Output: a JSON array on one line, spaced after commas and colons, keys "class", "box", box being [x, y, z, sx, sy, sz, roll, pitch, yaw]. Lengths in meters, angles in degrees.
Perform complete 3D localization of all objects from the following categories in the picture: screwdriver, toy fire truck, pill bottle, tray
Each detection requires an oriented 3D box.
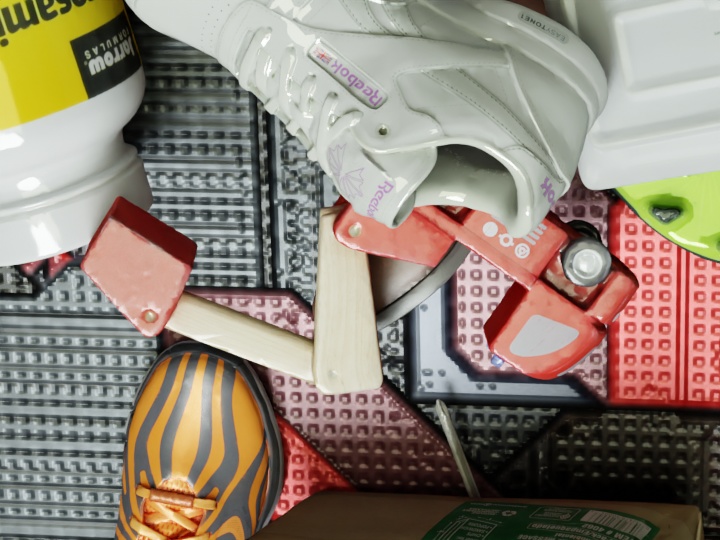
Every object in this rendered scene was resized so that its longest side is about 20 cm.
[{"class": "screwdriver", "box": [0.067, 0.151, 1.234, 0.029, 0.028, 0.201, -26, 105, 2]}, {"class": "toy fire truck", "box": [0.000, 0.000, 1.107, 0.200, 0.049, 0.141, 35, 99, -8]}, {"class": "pill bottle", "box": [-0.158, -0.110, 1.138, 0.112, 0.112, 0.201, -13, 107, 13]}, {"class": "tray", "box": [0.153, -0.095, 1.024, 0.199, 0.022, 0.108, -9, 95, 39]}]

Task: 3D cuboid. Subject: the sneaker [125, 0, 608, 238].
[{"class": "sneaker", "box": [-0.005, -0.077, 1.027, 0.199, 0.100, 0.075, 20, 149, 1]}]

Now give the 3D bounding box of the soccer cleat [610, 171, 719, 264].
[{"class": "soccer cleat", "box": [0.176, -0.027, 1.124, 0.200, 0.081, 0.068, 31, 99, -2]}]

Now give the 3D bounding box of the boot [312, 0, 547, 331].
[{"class": "boot", "box": [-0.014, -0.089, 1.145, 0.200, 0.069, 0.188, 40, 110, -5]}]

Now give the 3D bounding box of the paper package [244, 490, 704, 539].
[{"class": "paper package", "box": [0.053, 0.200, 1.191, 0.199, 0.103, 0.192, 1, 110, 26]}]

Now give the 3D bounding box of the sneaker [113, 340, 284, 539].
[{"class": "sneaker", "box": [-0.085, 0.139, 1.211, 0.077, 0.112, 0.201, 9, 110, 6]}]
